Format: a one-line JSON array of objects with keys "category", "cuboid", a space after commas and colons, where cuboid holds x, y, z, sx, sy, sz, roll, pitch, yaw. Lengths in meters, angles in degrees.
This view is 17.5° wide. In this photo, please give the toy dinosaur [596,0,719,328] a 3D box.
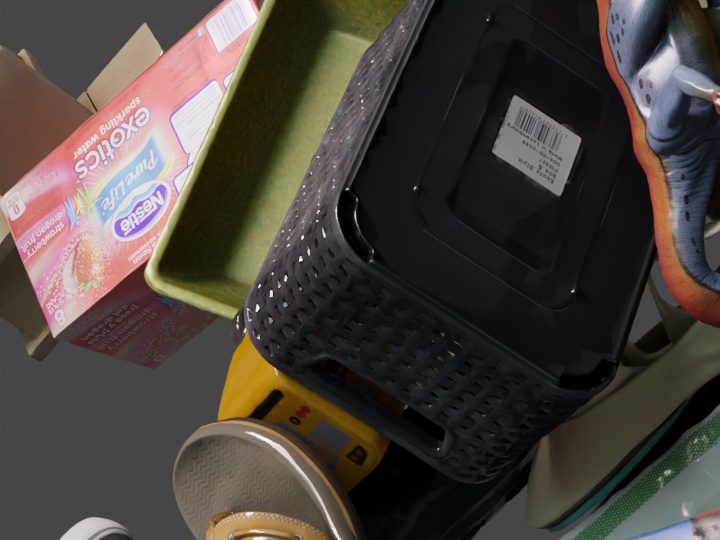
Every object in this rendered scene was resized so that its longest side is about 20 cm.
[{"category": "toy dinosaur", "cuboid": [0.142, -0.072, 0.989, 0.199, 0.104, 0.183, 13, 91, 52]}]

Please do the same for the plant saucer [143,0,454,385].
[{"category": "plant saucer", "cuboid": [0.022, -0.041, 1.158, 0.199, 0.048, 0.201, 20, 73, 12]}]

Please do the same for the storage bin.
[{"category": "storage bin", "cuboid": [0.052, -0.029, 1.004, 0.094, 0.135, 0.201, -46, 16, 51]}]

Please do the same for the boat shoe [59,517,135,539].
[{"category": "boat shoe", "cuboid": [-0.146, 0.227, 1.193, 0.056, 0.068, 0.202, 6, 72, 41]}]

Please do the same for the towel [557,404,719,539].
[{"category": "towel", "cuboid": [0.147, 0.162, 0.950, 0.149, 0.031, 0.201, -43, 40, 19]}]

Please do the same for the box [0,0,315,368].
[{"category": "box", "cuboid": [-0.089, -0.047, 1.292, 0.200, 0.094, 0.103, -39, 58, 20]}]

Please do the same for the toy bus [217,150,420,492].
[{"category": "toy bus", "cuboid": [0.000, 0.000, 1.057, 0.065, 0.078, 0.201, -49, 13, 50]}]

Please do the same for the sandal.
[{"category": "sandal", "cuboid": [-0.030, 0.136, 0.950, 0.201, 0.054, 0.082, 56, 134, 35]}]

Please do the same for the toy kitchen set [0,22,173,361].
[{"category": "toy kitchen set", "cuboid": [-0.210, -0.097, 1.426, 0.200, 0.163, 0.181, -47, 37, 9]}]

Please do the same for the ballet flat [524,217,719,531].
[{"category": "ballet flat", "cuboid": [0.133, 0.031, 1.025, 0.200, 0.069, 0.070, -41, 38, 12]}]

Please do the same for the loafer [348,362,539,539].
[{"category": "loafer", "cuboid": [0.011, 0.121, 1.046, 0.200, 0.071, 0.068, -42, 44, -14]}]

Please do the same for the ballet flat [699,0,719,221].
[{"category": "ballet flat", "cuboid": [0.161, -0.104, 1.092, 0.067, 0.073, 0.201, -13, 45, 5]}]

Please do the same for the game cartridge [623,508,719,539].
[{"category": "game cartridge", "cuboid": [0.118, 0.161, 0.902, 0.199, 0.038, 0.130, -21, 50, 19]}]
